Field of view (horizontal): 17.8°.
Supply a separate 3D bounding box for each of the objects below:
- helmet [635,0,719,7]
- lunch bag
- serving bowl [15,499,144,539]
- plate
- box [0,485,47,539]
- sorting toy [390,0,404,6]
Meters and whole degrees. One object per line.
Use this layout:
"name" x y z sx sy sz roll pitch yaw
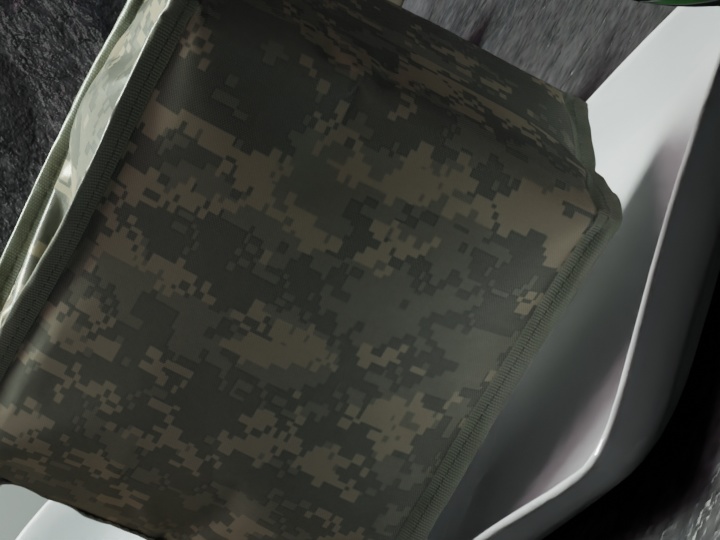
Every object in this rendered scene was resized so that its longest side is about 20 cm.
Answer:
"helmet" 0.099 -0.170 0.648 0.199 0.191 0.201 -22 41 20
"lunch bag" -0.033 0.008 0.763 0.201 0.163 0.118 -59 16 22
"serving bowl" -0.118 0.188 1.056 0.200 0.066 0.201 -39 33 32
"plate" 0.073 0.015 0.762 0.200 0.032 0.201 -48 19 58
"box" -0.426 0.228 2.366 0.201 0.198 0.131 -67 10 -19
"sorting toy" -0.025 -0.031 1.298 0.199 0.069 0.201 -48 18 58
